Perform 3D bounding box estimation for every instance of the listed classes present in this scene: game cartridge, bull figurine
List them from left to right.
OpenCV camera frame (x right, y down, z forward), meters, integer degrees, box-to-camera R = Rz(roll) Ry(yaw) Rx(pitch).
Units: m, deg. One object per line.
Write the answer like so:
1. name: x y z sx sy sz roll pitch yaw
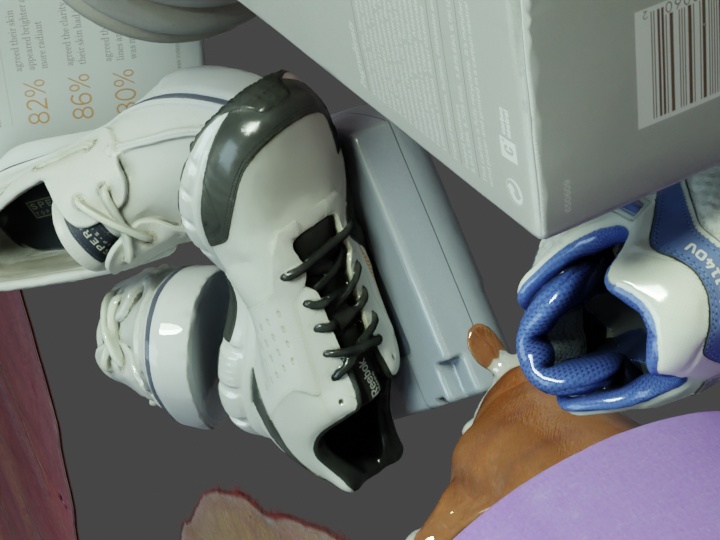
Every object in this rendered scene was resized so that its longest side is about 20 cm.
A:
1. game cartridge: 0.000 0.000 0.902 0.200 0.041 0.134 153 98 -71
2. bull figurine: 0.068 0.089 0.702 0.065 0.122 0.200 42 169 -28

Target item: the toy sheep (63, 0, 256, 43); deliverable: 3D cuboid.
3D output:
1. toy sheep: -0.072 -0.154 0.781 0.139 0.137 0.200 67 164 1

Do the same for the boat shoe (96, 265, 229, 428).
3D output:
1. boat shoe: -0.090 0.029 0.959 0.200 0.065 0.072 -54 -32 -85

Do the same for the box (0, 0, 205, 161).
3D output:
1. box: -0.175 -0.113 0.965 0.153 0.199 0.107 90 171 -46

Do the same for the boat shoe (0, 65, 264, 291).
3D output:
1. boat shoe: -0.105 -0.031 0.883 0.199 0.066 0.072 -9 126 40

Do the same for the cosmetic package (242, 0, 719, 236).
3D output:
1. cosmetic package: 0.036 -0.099 0.566 0.200 0.106 0.091 43 150 47

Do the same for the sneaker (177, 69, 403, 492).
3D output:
1. sneaker: -0.017 0.007 0.820 0.080 0.074 0.201 38 152 35

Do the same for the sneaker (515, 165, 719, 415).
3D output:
1. sneaker: 0.076 0.006 0.624 0.076 0.088 0.200 64 162 5

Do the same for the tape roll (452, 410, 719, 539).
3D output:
1. tape roll: 0.084 0.140 0.573 0.066 0.199 0.201 46 151 46
